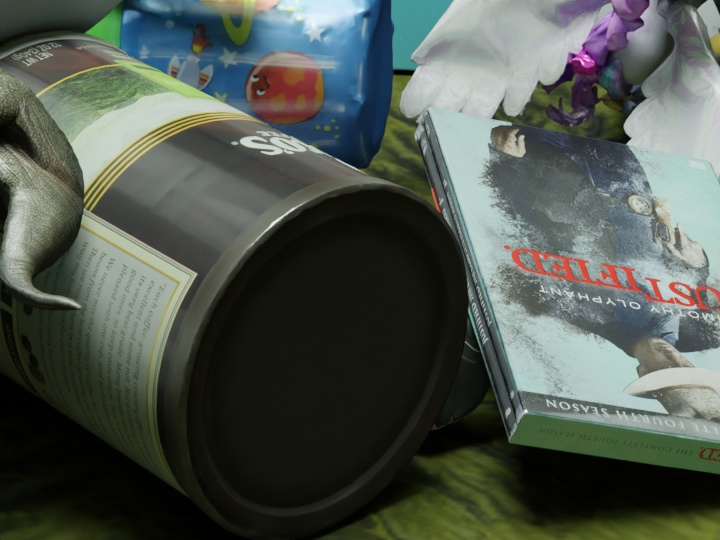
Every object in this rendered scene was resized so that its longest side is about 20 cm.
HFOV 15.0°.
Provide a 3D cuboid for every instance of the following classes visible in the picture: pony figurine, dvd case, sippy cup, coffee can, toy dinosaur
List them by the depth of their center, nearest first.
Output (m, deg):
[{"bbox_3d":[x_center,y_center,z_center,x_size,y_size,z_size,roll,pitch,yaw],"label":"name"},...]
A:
[{"bbox_3d":[-0.142,-0.051,1.020,0.200,0.077,0.102,33,3,35],"label":"toy dinosaur"},{"bbox_3d":[-0.077,0.001,1.099,0.146,0.147,0.200,-20,34,-37],"label":"coffee can"},{"bbox_3d":[0.109,0.009,1.151,0.146,0.022,0.200,10,38,-20],"label":"dvd case"},{"bbox_3d":[-0.053,-0.099,1.267,0.130,0.140,0.178,5,7,8],"label":"sippy cup"},{"bbox_3d":[0.137,-0.119,1.342,0.166,0.193,0.200,32,11,16],"label":"pony figurine"}]

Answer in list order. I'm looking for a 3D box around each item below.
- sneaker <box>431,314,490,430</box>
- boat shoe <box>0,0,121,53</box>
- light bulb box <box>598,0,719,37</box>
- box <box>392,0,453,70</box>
[{"bbox_3d":[0.000,0.000,1.192,0.086,0.081,0.200,-5,31,-38],"label":"sneaker"},{"bbox_3d":[-0.188,-0.109,1.119,0.200,0.069,0.057,-22,67,-28],"label":"boat shoe"},{"bbox_3d":[0.185,-0.221,1.593,0.198,0.125,0.200,13,29,20],"label":"light bulb box"},{"bbox_3d":[-0.024,-0.150,1.516,0.199,0.049,0.082,3,27,1],"label":"box"}]
